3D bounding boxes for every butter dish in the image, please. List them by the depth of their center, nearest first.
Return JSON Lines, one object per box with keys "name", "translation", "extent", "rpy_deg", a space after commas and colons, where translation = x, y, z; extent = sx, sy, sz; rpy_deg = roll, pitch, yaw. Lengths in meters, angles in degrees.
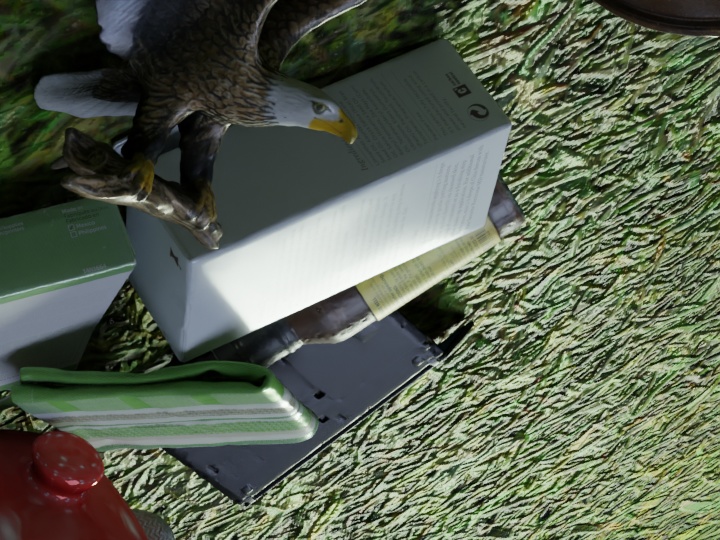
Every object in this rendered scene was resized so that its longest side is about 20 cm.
{"name": "butter dish", "translation": [-0.196, 0.155, 1.196], "extent": [0.199, 0.200, 0.148], "rpy_deg": [6, 126, -49]}

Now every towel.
{"name": "towel", "translation": [-0.107, 0.075, 1.203], "extent": [0.149, 0.031, 0.200], "rpy_deg": [-3, 167, 5]}

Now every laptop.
{"name": "laptop", "translation": [-0.038, 0.062, 1.378], "extent": [0.177, 0.103, 0.200], "rpy_deg": [-38, 126, 15]}

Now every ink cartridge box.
{"name": "ink cartridge box", "translation": [-0.212, 0.032, 1.118], "extent": [0.145, 0.048, 0.200], "rpy_deg": [-16, 165, -25]}

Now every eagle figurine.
{"name": "eagle figurine", "translation": [-0.053, -0.111, 0.976], "extent": [0.200, 0.151, 0.152], "rpy_deg": [-63, -168, 2]}

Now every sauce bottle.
{"name": "sauce bottle", "translation": [0.000, 0.000, 1.237], "extent": [0.200, 0.065, 0.065], "rpy_deg": [-34, 153, -3]}

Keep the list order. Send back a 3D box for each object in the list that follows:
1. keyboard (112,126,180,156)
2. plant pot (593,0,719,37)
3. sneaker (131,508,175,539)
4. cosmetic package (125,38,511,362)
{"name": "keyboard", "translation": [-0.089, -0.034, 1.167], "extent": [0.056, 0.011, 0.200], "rpy_deg": [-24, 152, -2]}
{"name": "plant pot", "translation": [0.134, -0.231, 0.863], "extent": [0.200, 0.200, 0.198], "rpy_deg": [-34, 146, 9]}
{"name": "sneaker", "translation": [-0.189, 0.227, 1.445], "extent": [0.200, 0.076, 0.114], "rpy_deg": [-34, 154, 20]}
{"name": "cosmetic package", "translation": [-0.024, -0.039, 1.133], "extent": [0.200, 0.071, 0.101], "rpy_deg": [-24, 153, -22]}
